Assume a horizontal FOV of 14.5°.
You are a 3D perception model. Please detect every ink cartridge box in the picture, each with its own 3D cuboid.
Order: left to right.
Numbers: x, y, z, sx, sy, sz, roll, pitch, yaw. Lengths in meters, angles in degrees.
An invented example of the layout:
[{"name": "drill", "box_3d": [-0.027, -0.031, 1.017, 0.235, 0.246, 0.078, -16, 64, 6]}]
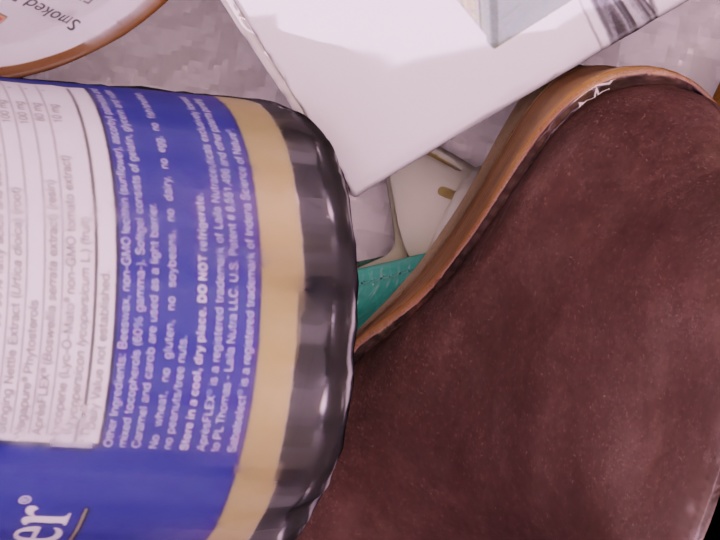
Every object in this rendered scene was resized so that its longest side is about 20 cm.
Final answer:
[{"name": "ink cartridge box", "box_3d": [0.063, -0.117, 0.743, 0.200, 0.146, 0.084, -30, 102, 12]}]

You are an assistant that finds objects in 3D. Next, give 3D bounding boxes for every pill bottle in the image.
[{"name": "pill bottle", "box_3d": [-0.110, 0.008, 0.648, 0.200, 0.112, 0.112, 4, 105, -19]}]

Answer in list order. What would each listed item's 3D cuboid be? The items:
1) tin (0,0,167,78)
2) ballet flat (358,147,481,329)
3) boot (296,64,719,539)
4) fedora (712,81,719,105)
[{"name": "tin", "box_3d": [-0.051, -0.118, 0.633, 0.200, 0.042, 0.112, -41, 140, 19]}, {"name": "ballet flat", "box_3d": [0.000, 0.000, 0.818, 0.200, 0.067, 0.071, -13, 93, 6]}, {"name": "boot", "box_3d": [0.043, 0.051, 0.673, 0.072, 0.166, 0.200, 18, 102, -20]}, {"name": "fedora", "box_3d": [0.157, -0.031, 0.707, 0.082, 0.201, 0.201, 30, 104, -17]}]
